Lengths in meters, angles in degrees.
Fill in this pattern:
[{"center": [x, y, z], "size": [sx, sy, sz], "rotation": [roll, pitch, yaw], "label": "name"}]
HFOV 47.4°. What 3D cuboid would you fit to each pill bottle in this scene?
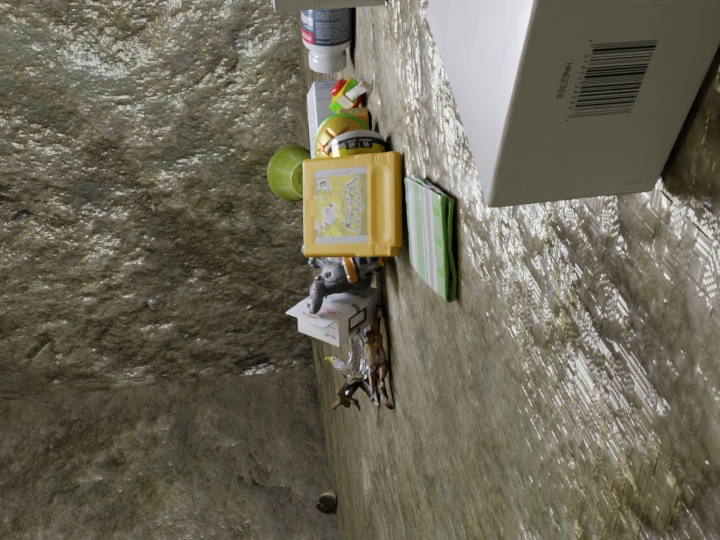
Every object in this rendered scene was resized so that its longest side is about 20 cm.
[{"center": [-0.076, -0.559, 1.850], "size": [0.121, 0.117, 0.203], "rotation": [-105, 12, -52], "label": "pill bottle"}, {"center": [0.003, -0.145, 1.525], "size": [0.114, 0.111, 0.205], "rotation": [113, 151, -74], "label": "pill bottle"}]

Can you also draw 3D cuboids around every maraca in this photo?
[{"center": [-0.027, -0.220, 1.674], "size": [0.107, 0.134, 0.204], "rotation": [-51, -43, -58], "label": "maraca"}]

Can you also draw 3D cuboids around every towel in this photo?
[{"center": [0.103, -0.051, 1.167], "size": [0.200, 0.030, 0.153], "rotation": [-126, 29, -72], "label": "towel"}]

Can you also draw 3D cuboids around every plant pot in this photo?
[{"center": [-0.210, -0.329, 2.872], "size": [0.193, 0.196, 0.205], "rotation": [-149, 53, -66], "label": "plant pot"}]

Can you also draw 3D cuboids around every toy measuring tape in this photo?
[{"center": [-0.014, -0.388, 1.750], "size": [0.199, 0.072, 0.075], "rotation": [165, 100, -66], "label": "toy measuring tape"}]

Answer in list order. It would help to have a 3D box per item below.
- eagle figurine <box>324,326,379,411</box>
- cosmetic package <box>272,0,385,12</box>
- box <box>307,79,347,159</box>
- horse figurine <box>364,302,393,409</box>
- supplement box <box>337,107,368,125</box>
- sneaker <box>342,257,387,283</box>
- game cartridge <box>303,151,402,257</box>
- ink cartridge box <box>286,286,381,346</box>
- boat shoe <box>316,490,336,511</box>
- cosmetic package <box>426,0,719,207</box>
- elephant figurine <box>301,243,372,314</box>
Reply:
[{"center": [-0.014, 0.225, 1.985], "size": [0.150, 0.151, 0.203], "rotation": [-8, 50, 44], "label": "eagle figurine"}, {"center": [-0.058, -0.506, 1.427], "size": [0.102, 0.195, 0.075], "rotation": [-106, 13, -53], "label": "cosmetic package"}, {"center": [-0.064, -0.338, 1.957], "size": [0.184, 0.102, 0.205], "rotation": [-155, 61, -81], "label": "box"}, {"center": [0.035, 0.187, 1.713], "size": [0.133, 0.049, 0.204], "rotation": [-80, -18, -70], "label": "horse figurine"}, {"center": [-0.014, -0.242, 1.761], "size": [0.069, 0.065, 0.204], "rotation": [-100, 8, -68], "label": "supplement box"}, {"center": [0.021, -0.038, 1.636], "size": [0.201, 0.076, 0.080], "rotation": [-72, -36, -61], "label": "sneaker"}, {"center": [-0.016, -0.113, 1.446], "size": [0.032, 0.197, 0.181], "rotation": [-2, -89, -55], "label": "game cartridge"}, {"center": [-0.055, 0.093, 1.732], "size": [0.199, 0.114, 0.069], "rotation": [-31, -51, -48], "label": "ink cartridge box"}, {"center": [-0.141, 0.991, 3.577], "size": [0.076, 0.071, 0.200], "rotation": [-49, -2, -34], "label": "boat shoe"}, {"center": [0.125, -0.185, 0.507], "size": [0.201, 0.120, 0.203], "rotation": [94, 167, -52], "label": "cosmetic package"}, {"center": [-0.041, -0.002, 1.728], "size": [0.157, 0.140, 0.201], "rotation": [-57, 31, 20], "label": "elephant figurine"}]
